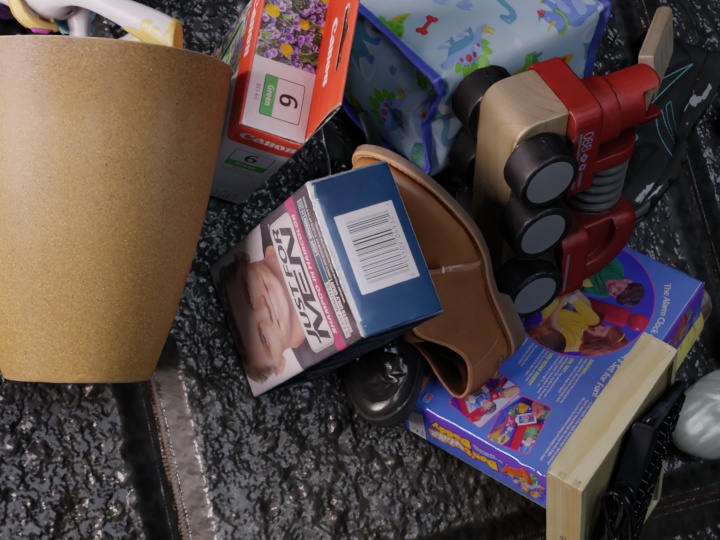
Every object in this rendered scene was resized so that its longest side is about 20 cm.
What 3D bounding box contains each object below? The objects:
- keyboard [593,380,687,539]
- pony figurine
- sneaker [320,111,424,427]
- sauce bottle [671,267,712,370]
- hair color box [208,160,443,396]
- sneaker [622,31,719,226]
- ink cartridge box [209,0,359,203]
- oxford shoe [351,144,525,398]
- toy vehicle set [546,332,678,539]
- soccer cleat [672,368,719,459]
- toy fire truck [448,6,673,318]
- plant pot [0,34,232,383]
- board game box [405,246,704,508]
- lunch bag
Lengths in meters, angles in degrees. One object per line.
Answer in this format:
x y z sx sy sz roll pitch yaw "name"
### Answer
0.187 0.178 0.940 0.039 0.201 0.104 26 37 26 "keyboard"
-0.203 -0.225 0.912 0.198 0.167 0.195 5 91 9 "pony figurine"
0.003 0.000 0.968 0.060 0.104 0.201 -7 64 21 "sneaker"
0.197 0.086 1.052 0.065 0.065 0.200 41 63 -8 "sauce bottle"
-0.029 0.012 0.899 0.060 0.200 0.101 -17 82 -26 "hair color box"
0.230 -0.115 1.126 0.079 0.075 0.201 31 58 0 "sneaker"
-0.061 -0.128 0.924 0.050 0.200 0.110 16 70 -19 "ink cartridge box"
0.044 0.005 0.914 0.071 0.071 0.201 -49 123 -26 "oxford shoe"
0.172 0.149 0.961 0.026 0.201 0.124 27 59 26 "toy vehicle set"
0.333 0.106 1.092 0.199 0.077 0.070 -7 91 -25 "soccer cleat"
0.163 -0.089 0.983 0.199 0.177 0.129 -21 52 -16 "toy fire truck"
-0.175 -0.032 0.878 0.185 0.186 0.202 1 89 -23 "plant pot"
0.141 0.062 1.007 0.134 0.045 0.200 28 61 26 "board game box"
0.054 -0.183 1.035 0.169 0.128 0.200 -26 58 -27 "lunch bag"
